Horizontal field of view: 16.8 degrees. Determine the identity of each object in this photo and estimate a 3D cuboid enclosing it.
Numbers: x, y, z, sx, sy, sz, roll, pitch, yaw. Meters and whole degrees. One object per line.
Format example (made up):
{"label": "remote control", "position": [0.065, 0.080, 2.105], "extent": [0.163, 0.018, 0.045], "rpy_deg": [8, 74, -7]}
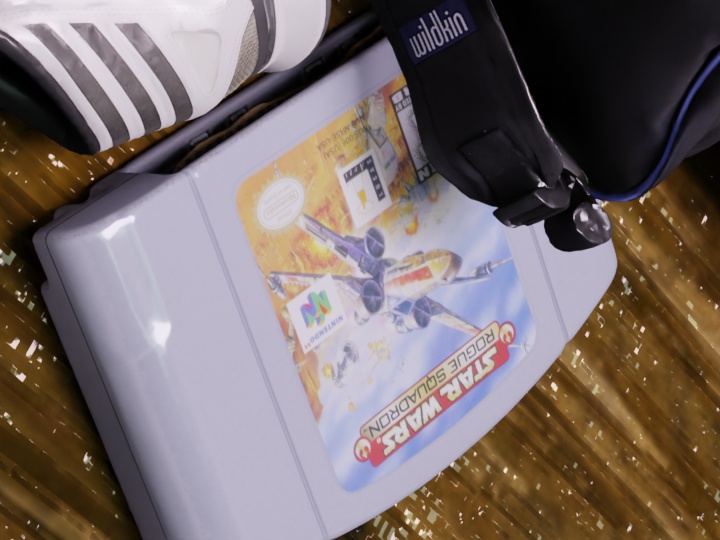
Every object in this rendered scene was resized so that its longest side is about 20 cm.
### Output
{"label": "backpack", "position": [0.078, -0.142, 0.689], "extent": [0.154, 0.200, 0.191], "rpy_deg": [-28, 72, -39]}
{"label": "sneaker", "position": [-0.080, -0.122, 0.628], "extent": [0.115, 0.076, 0.201], "rpy_deg": [-37, 120, -37]}
{"label": "game cartridge", "position": [0.000, 0.000, 0.744], "extent": [0.200, 0.042, 0.133], "rpy_deg": [-37, 113, -35]}
